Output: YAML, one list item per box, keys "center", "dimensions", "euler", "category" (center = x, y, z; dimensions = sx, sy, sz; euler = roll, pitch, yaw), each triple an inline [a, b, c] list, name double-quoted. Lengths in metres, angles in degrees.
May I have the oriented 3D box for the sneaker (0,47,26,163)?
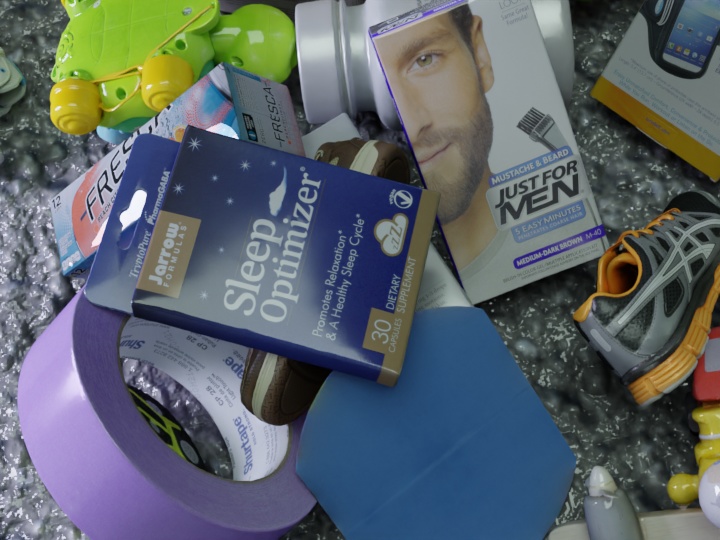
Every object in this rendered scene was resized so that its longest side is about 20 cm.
- center: [-0.312, -0.169, 0.940]
  dimensions: [0.085, 0.075, 0.203]
  euler: [-2, 76, -4]
  category: "sneaker"

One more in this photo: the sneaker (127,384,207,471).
- center: [-0.138, 0.167, 0.789]
  dimensions: [0.076, 0.075, 0.201]
  euler: [-35, 61, 9]
  category: "sneaker"

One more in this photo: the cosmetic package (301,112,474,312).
- center: [0.000, 0.000, 0.840]
  dimensions: [0.101, 0.071, 0.201]
  euler: [-30, 70, -5]
  category: "cosmetic package"

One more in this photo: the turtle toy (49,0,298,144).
- center: [-0.145, -0.164, 0.893]
  dimensions: [0.197, 0.101, 0.148]
  euler: [-9, 62, 14]
  category: "turtle toy"

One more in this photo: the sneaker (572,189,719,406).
- center: [0.201, -0.001, 0.785]
  dimensions: [0.077, 0.078, 0.201]
  euler: [38, 42, -3]
  category: "sneaker"

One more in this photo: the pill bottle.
- center: [0.054, -0.165, 0.877]
  dimensions: [0.197, 0.115, 0.116]
  euler: [-6, 68, 2]
  category: "pill bottle"

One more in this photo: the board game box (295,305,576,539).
- center: [0.046, 0.120, 0.774]
  dimensions: [0.157, 0.039, 0.201]
  euler: [-37, 110, -8]
  category: "board game box"

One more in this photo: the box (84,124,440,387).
- center: [-0.059, -0.014, 0.712]
  dimensions: [0.197, 0.032, 0.123]
  euler: [14, 70, 0]
  category: "box"

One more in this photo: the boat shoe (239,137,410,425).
- center: [-0.037, 0.003, 0.775]
  dimensions: [0.074, 0.075, 0.204]
  euler: [15, 67, 28]
  category: "boat shoe"

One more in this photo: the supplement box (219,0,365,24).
- center: [-0.059, -0.266, 0.879]
  dimensions: [0.124, 0.200, 0.074]
  euler: [12, 74, 8]
  category: "supplement box"

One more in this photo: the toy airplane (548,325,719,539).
- center: [0.239, 0.156, 0.722]
  dimensions: [0.199, 0.141, 0.201]
  euler: [40, 95, 29]
  category: "toy airplane"

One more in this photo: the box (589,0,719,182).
- center: [0.266, -0.181, 0.840]
  dimensions: [0.119, 0.041, 0.201]
  euler: [38, 118, 17]
  category: "box"

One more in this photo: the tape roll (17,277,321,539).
- center: [-0.115, 0.093, 0.747]
  dimensions: [0.066, 0.199, 0.201]
  euler: [-42, 67, 26]
  category: "tape roll"

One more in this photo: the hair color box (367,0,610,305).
- center: [0.089, -0.090, 0.808]
  dimensions: [0.108, 0.065, 0.202]
  euler: [-21, 106, 5]
  category: "hair color box"

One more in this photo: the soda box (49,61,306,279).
- center: [-0.133, -0.062, 0.825]
  dimensions: [0.199, 0.068, 0.064]
  euler: [-32, 64, 32]
  category: "soda box"
